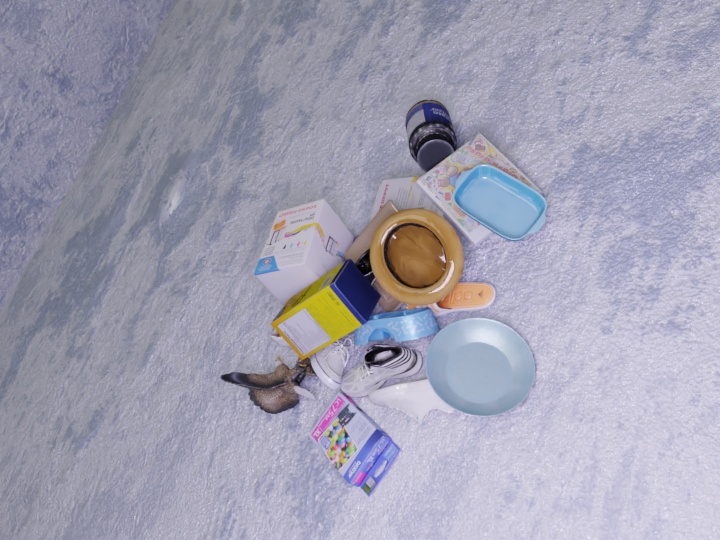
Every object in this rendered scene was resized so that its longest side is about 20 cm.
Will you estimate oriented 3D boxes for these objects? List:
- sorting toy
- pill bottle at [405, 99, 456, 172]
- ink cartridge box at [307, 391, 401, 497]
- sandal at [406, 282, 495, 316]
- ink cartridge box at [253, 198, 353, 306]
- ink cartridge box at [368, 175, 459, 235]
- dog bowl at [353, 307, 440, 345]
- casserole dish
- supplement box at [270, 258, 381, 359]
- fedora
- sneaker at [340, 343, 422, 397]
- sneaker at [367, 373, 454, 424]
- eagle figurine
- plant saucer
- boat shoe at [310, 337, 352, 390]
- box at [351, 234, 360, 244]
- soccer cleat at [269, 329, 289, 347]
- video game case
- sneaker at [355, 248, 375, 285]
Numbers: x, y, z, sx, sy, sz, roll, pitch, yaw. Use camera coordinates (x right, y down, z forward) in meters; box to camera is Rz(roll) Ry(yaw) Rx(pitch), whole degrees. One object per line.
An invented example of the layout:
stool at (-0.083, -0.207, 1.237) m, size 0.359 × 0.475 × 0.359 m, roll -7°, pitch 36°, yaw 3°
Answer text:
sorting toy at (0.069, -0.026, 1.375) m, size 0.185 × 0.036 × 0.200 m, roll -49°, pitch 63°, yaw 31°
pill bottle at (0.165, -0.311, 1.443) m, size 0.112 × 0.112 × 0.200 m, roll -31°, pitch 32°, yaw 21°
ink cartridge box at (-0.016, 0.354, 1.274) m, size 0.200 × 0.042 × 0.120 m, roll 35°, pitch 89°, yaw 44°
sandal at (0.178, 0.047, 1.285) m, size 0.206 × 0.059 × 0.080 m, roll -10°, pitch 58°, yaw 36°
ink cartridge box at (-0.129, -0.038, 1.457) m, size 0.147 × 0.145 × 0.201 m, roll -11°, pitch 46°, yaw 30°
ink cartridge box at (0.131, -0.136, 1.417) m, size 0.199 × 0.084 × 0.146 m, roll 0°, pitch 65°, yaw 38°
dog bowl at (0.070, 0.115, 1.286) m, size 0.199 × 0.111 × 0.050 m, roll -10°, pitch 93°, yaw 39°
casserole dish at (0.282, -0.134, 1.256) m, size 0.200 × 0.039 × 0.121 m, roll 36°, pitch 79°, yaw 23°
supplement box at (-0.074, 0.084, 1.315) m, size 0.200 × 0.109 × 0.110 m, roll -32°, pitch 14°, yaw 31°
fedora at (0.118, -0.027, 1.258) m, size 0.199 × 0.082 × 0.202 m, roll -1°, pitch 87°, yaw 17°
sneaker at (0.017, 0.197, 1.285) m, size 0.200 × 0.115 × 0.076 m, roll -27°, pitch 52°, yaw 25°
sneaker at (0.098, 0.262, 1.222) m, size 0.199 × 0.075 × 0.089 m, roll -19°, pitch 84°, yaw 41°
eagle figurine at (-0.195, 0.255, 1.413) m, size 0.199 × 0.152 × 0.151 m, roll -29°, pitch 4°, yaw 2°
plant saucer at (0.220, 0.183, 1.147) m, size 0.200 × 0.039 × 0.202 m, roll -3°, pitch 54°, yaw 4°
boat shoe at (-0.057, 0.180, 1.364) m, size 0.086 × 0.075 × 0.202 m, roll -47°, pitch 20°, yaw 10°
box at (-0.028, 0.015, 1.487) m, size 0.121 × 0.032 × 0.201 m, roll -22°, pitch 50°, yaw 23°
soccer cleat at (-0.148, 0.094, 1.504) m, size 0.069 × 0.077 × 0.201 m, roll 26°, pitch 86°, yaw 47°
video game case at (0.249, -0.175, 1.312) m, size 0.182 × 0.023 × 0.200 m, roll -37°, pitch 65°, yaw -5°
sneaker at (0.000, 0.000, 1.356) m, size 0.200 × 0.083 × 0.072 m, roll -47°, pitch 64°, yaw 32°
